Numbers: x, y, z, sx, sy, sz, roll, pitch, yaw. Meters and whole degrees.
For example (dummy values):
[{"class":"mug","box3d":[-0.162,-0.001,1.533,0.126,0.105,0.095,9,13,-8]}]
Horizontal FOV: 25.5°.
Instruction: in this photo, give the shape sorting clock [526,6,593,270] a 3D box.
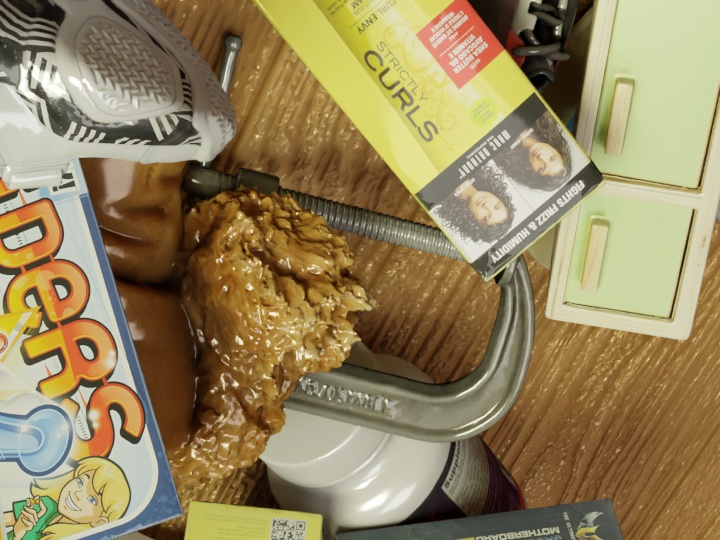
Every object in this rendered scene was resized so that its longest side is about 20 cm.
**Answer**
[{"class":"shape sorting clock","box3d":[0.160,-0.084,0.890,0.199,0.039,0.201,-23,130,-30]}]

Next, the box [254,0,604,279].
[{"class":"box","box3d":[0.018,-0.096,0.701,0.075,0.050,0.200,-38,107,3]}]

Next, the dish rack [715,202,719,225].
[{"class":"dish rack","box3d":[0.255,-0.083,0.909,0.200,0.043,0.173,29,84,-47]}]

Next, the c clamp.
[{"class":"c clamp","box3d":[0.000,0.000,0.778,0.199,0.027,0.172,19,108,-9]}]

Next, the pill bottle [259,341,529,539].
[{"class":"pill bottle","box3d":[0.014,0.117,0.913,0.111,0.112,0.200,-39,137,1]}]

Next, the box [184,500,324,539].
[{"class":"box","box3d":[-0.055,0.179,0.891,0.075,0.050,0.200,5,157,3]}]

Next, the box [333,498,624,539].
[{"class":"box","box3d":[0.059,0.211,0.909,0.157,0.051,0.201,-6,141,-11]}]

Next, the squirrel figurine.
[{"class":"squirrel figurine","box3d":[-0.098,-0.005,0.715,0.199,0.142,0.188,16,98,-16]}]

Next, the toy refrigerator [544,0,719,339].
[{"class":"toy refrigerator","box3d":[0.142,-0.071,0.781,0.075,0.070,0.201,9,118,5]}]

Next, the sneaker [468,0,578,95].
[{"class":"sneaker","box3d":[0.083,-0.128,0.769,0.077,0.082,0.201,4,124,-36]}]

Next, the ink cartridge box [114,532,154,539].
[{"class":"ink cartridge box","box3d":[-0.148,0.223,0.883,0.067,0.117,0.201,27,113,-7]}]

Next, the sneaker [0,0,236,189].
[{"class":"sneaker","box3d":[-0.143,-0.052,0.528,0.199,0.075,0.115,13,130,-43]}]

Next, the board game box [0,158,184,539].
[{"class":"board game box","box3d":[-0.161,0.019,0.618,0.135,0.034,0.201,-18,96,-11]}]
